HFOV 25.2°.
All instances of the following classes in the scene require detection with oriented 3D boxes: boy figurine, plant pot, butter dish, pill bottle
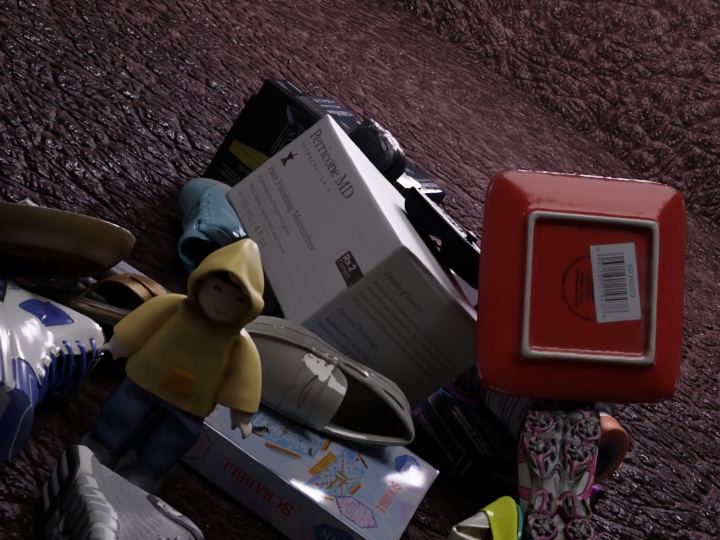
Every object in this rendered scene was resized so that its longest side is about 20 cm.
[{"bbox_3d":[-0.121,0.070,1.146,0.124,0.201,0.064,36,17,-1],"label":"boy figurine"},{"bbox_3d":[-0.273,-0.020,1.236,0.197,0.028,0.200,3,-9,1],"label":"plant pot"},{"bbox_3d":[0.188,0.020,1.493,0.197,0.203,0.148,4,-5,-13],"label":"butter dish"},{"bbox_3d":[0.176,0.120,1.563,0.106,0.107,0.200,15,25,-43],"label":"pill bottle"}]

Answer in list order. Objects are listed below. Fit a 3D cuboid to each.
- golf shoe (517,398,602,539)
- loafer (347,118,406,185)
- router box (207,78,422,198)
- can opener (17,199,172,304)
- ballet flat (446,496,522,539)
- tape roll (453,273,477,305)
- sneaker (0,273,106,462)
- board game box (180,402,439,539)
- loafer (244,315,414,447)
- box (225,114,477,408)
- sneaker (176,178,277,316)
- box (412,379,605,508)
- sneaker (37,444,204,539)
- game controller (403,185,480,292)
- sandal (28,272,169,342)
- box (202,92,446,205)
[{"bbox_3d":[0.169,0.194,1.422,0.072,0.093,0.201,10,47,3],"label":"golf shoe"},{"bbox_3d":[-0.042,-0.070,1.636,0.071,0.200,0.068,51,9,24],"label":"loafer"},{"bbox_3d":[-0.056,-0.082,1.711,0.199,0.158,0.052,39,18,17],"label":"router box"},{"bbox_3d":[-0.219,0.004,1.382,0.199,0.054,0.067,33,19,-7],"label":"can opener"},{"bbox_3d":[0.103,0.240,1.322,0.066,0.068,0.200,16,22,-8],"label":"ballet flat"},{"bbox_3d":[0.140,0.063,1.851,0.199,0.048,0.201,30,19,-11],"label":"tape roll"},{"bbox_3d":[-0.235,0.063,1.161,0.114,0.081,0.200,21,20,-28],"label":"sneaker"},{"bbox_3d":[-0.044,0.154,1.316,0.198,0.041,0.200,35,18,6],"label":"board game box"},{"bbox_3d":[-0.036,0.092,1.306,0.198,0.071,0.070,22,11,-32],"label":"loafer"},{"bbox_3d":[0.000,0.000,1.515,0.200,0.130,0.200,46,11,-46],"label":"box"},{"bbox_3d":[-0.146,-0.034,1.569,0.081,0.074,0.200,23,20,-42],"label":"sneaker"},{"bbox_3d":[0.134,0.168,1.597,0.199,0.036,0.143,21,21,-37],"label":"box"},{"bbox_3d":[-0.139,0.188,1.018,0.115,0.075,0.200,28,18,-23],"label":"sneaker"},{"bbox_3d":[0.098,-0.026,1.580,0.105,0.042,0.200,56,7,18],"label":"game controller"},{"bbox_3d":[-0.174,0.031,1.303,0.198,0.055,0.082,9,-17,-22],"label":"sandal"},{"bbox_3d":[-0.038,-0.097,1.841,0.196,0.125,0.199,41,19,17],"label":"box"}]
